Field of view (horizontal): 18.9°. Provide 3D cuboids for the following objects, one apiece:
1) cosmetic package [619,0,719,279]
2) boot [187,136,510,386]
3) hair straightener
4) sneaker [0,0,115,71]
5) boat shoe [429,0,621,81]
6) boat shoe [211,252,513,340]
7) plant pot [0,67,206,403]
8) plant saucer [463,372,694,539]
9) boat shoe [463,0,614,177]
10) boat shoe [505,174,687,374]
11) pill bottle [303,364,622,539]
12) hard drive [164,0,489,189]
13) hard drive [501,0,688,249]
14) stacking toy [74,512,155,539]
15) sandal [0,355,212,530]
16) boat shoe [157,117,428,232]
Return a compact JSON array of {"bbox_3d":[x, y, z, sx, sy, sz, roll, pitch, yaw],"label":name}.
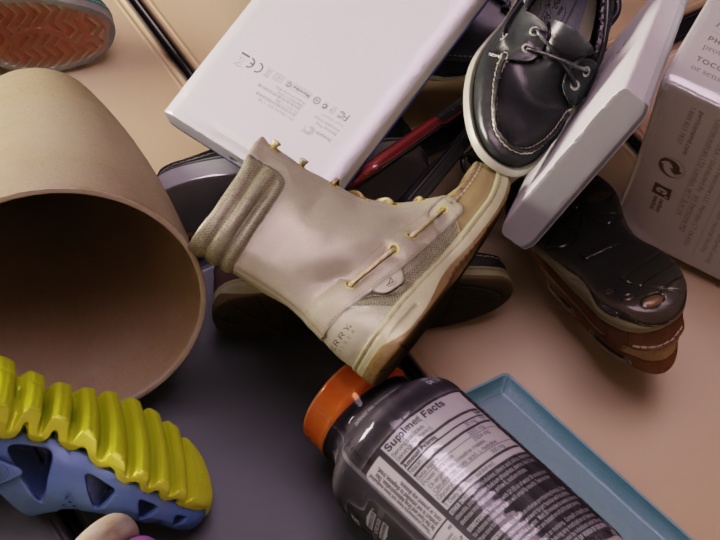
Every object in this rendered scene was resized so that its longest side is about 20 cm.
[{"bbox_3d":[0.296,-0.109,1.481,0.166,0.168,0.200,26,55,10],"label":"cosmetic package"},{"bbox_3d":[-0.003,-0.035,1.351,0.154,0.072,0.200,33,46,5],"label":"boot"},{"bbox_3d":[0.071,-0.076,1.488,0.077,0.041,0.200,52,41,-1],"label":"hair straightener"},{"bbox_3d":[-0.277,-0.193,1.552,0.199,0.072,0.080,2,44,-13],"label":"sneaker"},{"bbox_3d":[0.098,-0.177,1.509,0.199,0.062,0.075,-8,80,-31],"label":"boat shoe"},{"bbox_3d":[-0.001,0.001,1.436,0.200,0.072,0.066,-5,59,-4],"label":"boat shoe"},{"bbox_3d":[-0.204,-0.037,1.395,0.186,0.188,0.200,-5,39,-9],"label":"plant pot"},{"bbox_3d":[0.140,0.141,1.365,0.200,0.019,0.070,41,36,23],"label":"plant saucer"},{"bbox_3d":[0.127,-0.147,1.424,0.074,0.066,0.200,38,49,-9],"label":"boat shoe"},{"bbox_3d":[0.155,0.001,1.448,0.075,0.074,0.200,-19,36,-9],"label":"boat shoe"},{"bbox_3d":[0.056,0.137,1.319,0.106,0.106,0.200,-35,64,-27],"label":"pill bottle"},{"bbox_3d":[-0.019,-0.147,1.443,0.132,0.025,0.200,32,76,20],"label":"hard drive"},{"bbox_3d":[0.159,-0.106,1.436,0.027,0.132,0.200,37,30,-4],"label":"hard drive"},{"bbox_3d":[-0.091,0.230,1.256,0.200,0.085,0.085,35,58,14],"label":"stacking toy"},{"bbox_3d":[-0.188,0.116,1.333,0.199,0.087,0.080,23,25,-10],"label":"sandal"},{"bbox_3d":[-0.052,-0.071,1.489,0.199,0.069,0.057,-8,56,-20],"label":"boat shoe"}]
